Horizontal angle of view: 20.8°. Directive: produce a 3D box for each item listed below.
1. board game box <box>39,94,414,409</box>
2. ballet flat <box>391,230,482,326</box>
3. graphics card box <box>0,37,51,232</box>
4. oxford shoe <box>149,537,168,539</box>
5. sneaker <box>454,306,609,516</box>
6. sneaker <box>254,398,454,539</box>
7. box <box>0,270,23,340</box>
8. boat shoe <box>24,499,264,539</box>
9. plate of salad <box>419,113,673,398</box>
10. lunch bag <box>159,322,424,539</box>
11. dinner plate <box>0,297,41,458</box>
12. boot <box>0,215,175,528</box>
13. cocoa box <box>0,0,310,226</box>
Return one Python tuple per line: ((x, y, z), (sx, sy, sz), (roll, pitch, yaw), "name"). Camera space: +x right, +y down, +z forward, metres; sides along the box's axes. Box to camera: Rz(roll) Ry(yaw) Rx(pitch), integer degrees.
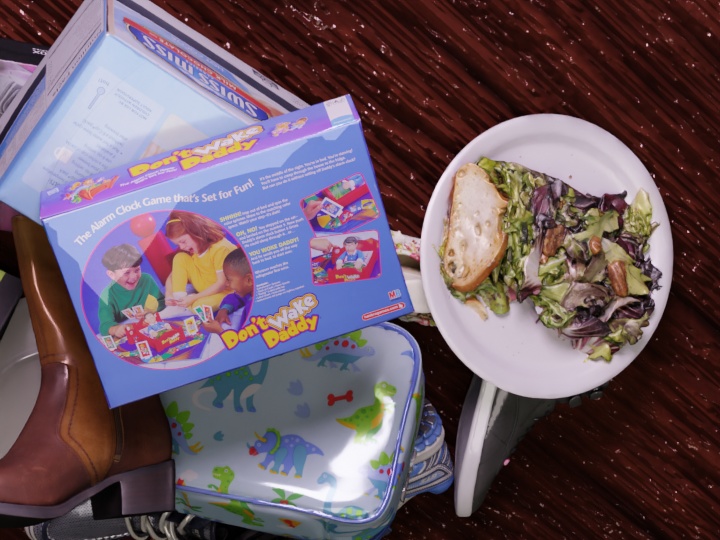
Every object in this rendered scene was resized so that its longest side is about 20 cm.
((-0.080, -0.011, 1.199), (0.198, 0.045, 0.136), (-17, 116, -1), "board game box")
((0.000, 0.000, 1.405), (0.198, 0.064, 0.076), (7, 109, -9), "ballet flat")
((-0.187, -0.084, 1.351), (0.198, 0.051, 0.127), (10, 114, -10), "graphics card box")
((-0.111, 0.295, 1.529), (0.071, 0.073, 0.201), (-27, 116, 7), "oxford shoe")
((0.130, 0.102, 1.463), (0.098, 0.071, 0.202), (12, 110, -7), "sneaker")
((-0.017, 0.178, 1.485), (0.199, 0.077, 0.086), (-26, 123, 8), "sneaker")
((-0.335, 0.089, 1.355), (0.123, 0.149, 0.201), (25, 110, -8), "box")
((-0.145, 0.170, 1.431), (0.198, 0.093, 0.075), (-23, 132, -7), "boat shoe")
((0.137, -0.010, 1.387), (0.198, 0.048, 0.202), (0, 89, -20), "plate of salad")
((-0.056, 0.100, 1.379), (0.198, 0.162, 0.083), (10, 158, 8), "lunch bag")
((-0.218, 0.111, 1.456), (0.198, 0.024, 0.202), (-2, 117, -5), "dinner plate")
((-0.202, 0.061, 1.269), (0.187, 0.068, 0.202), (-1, 80, -36), "boot")
((-0.119, -0.070, 1.265), (0.199, 0.131, 0.134), (32, 106, -20), "cocoa box")
